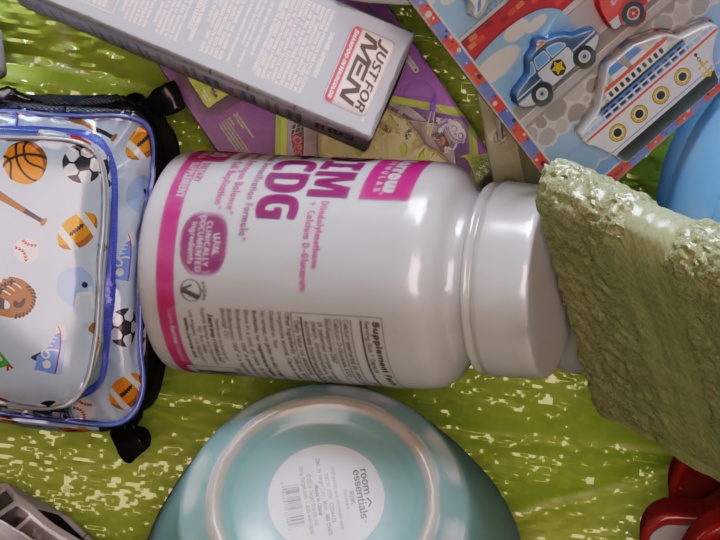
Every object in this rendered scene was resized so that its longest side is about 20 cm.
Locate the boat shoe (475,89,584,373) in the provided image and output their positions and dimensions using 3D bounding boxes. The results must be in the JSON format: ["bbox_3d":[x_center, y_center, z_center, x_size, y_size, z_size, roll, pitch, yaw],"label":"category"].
[{"bbox_3d":[0.093,-0.041,1.464,0.062,0.072,0.200,-2,113,10],"label":"boat shoe"}]

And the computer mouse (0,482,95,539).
[{"bbox_3d":[-0.184,0.155,1.499,0.200,0.044,0.110,36,86,6],"label":"computer mouse"}]

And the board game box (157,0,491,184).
[{"bbox_3d":[-0.018,-0.083,1.502,0.120,0.032,0.200,-34,90,3],"label":"board game box"}]

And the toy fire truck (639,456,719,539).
[{"bbox_3d":[0.234,0.179,1.473,0.199,0.112,0.168,3,114,1],"label":"toy fire truck"}]

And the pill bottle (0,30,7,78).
[{"bbox_3d":[-0.240,-0.191,1.462,0.112,0.112,0.200,-10,90,0],"label":"pill bottle"}]

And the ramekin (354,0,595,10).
[{"bbox_3d":[0.067,-0.182,1.421,0.200,0.200,0.098,2,97,0],"label":"ramekin"}]

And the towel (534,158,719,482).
[{"bbox_3d":[0.158,0.035,1.361,0.148,0.200,0.036,27,63,38],"label":"towel"}]

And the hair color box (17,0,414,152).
[{"bbox_3d":[-0.076,-0.128,1.440,0.200,0.099,0.061,23,89,-1],"label":"hair color box"}]

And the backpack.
[{"bbox_3d":[-0.196,-0.006,1.446,0.190,0.154,0.201,4,89,9],"label":"backpack"}]

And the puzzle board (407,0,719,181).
[{"bbox_3d":[0.136,-0.143,1.344,0.200,0.017,0.151,-41,115,-1],"label":"puzzle board"}]

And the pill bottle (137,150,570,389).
[{"bbox_3d":[0.000,0.000,1.416,0.200,0.113,0.114,3,90,18],"label":"pill bottle"}]

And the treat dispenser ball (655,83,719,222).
[{"bbox_3d":[0.247,-0.025,1.414,0.200,0.201,0.201,0,90,0],"label":"treat dispenser ball"}]

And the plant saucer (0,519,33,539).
[{"bbox_3d":[-0.214,0.209,1.441,0.200,0.032,0.201,9,117,19],"label":"plant saucer"}]

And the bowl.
[{"bbox_3d":[-0.017,0.137,1.423,0.200,0.105,0.201,-1,62,2],"label":"bowl"}]
